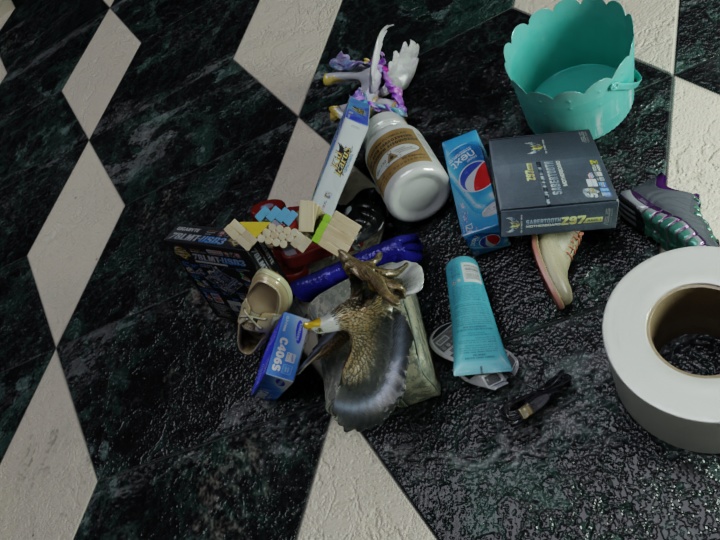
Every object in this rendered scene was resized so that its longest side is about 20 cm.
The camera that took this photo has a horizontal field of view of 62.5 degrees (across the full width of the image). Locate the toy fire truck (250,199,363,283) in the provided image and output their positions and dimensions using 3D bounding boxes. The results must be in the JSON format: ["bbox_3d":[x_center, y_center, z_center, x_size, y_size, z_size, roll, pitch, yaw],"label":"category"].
[{"bbox_3d":[-0.098,-0.068,1.068,0.167,0.113,0.200,-17,31,-12],"label":"toy fire truck"}]

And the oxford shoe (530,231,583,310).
[{"bbox_3d":[0.287,-0.039,0.860,0.074,0.070,0.201,-14,56,19],"label":"oxford shoe"}]

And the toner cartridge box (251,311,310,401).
[{"bbox_3d":[-0.126,0.139,0.918,0.043,0.200,0.096,17,67,-10],"label":"toner cartridge box"}]

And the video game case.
[{"bbox_3d":[-0.037,-0.193,1.031,0.200,0.045,0.182,-86,17,-65],"label":"video game case"}]

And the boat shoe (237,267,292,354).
[{"bbox_3d":[-0.161,0.072,0.952,0.072,0.200,0.065,31,52,1],"label":"boat shoe"}]

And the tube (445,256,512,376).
[{"bbox_3d":[0.160,0.065,0.853,0.077,0.051,0.201,-10,44,8],"label":"tube"}]

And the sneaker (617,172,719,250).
[{"bbox_3d":[0.440,-0.063,0.789,0.087,0.075,0.200,-34,51,1],"label":"sneaker"}]

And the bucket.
[{"bbox_3d":[0.340,-0.314,0.949,0.206,0.135,0.209,-13,57,22],"label":"bucket"}]

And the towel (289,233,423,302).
[{"bbox_3d":[0.000,0.000,0.960,0.199,0.148,0.050,-23,88,20],"label":"towel"}]

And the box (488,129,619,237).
[{"bbox_3d":[0.275,-0.133,0.876,0.156,0.051,0.201,-4,40,11],"label":"box"}]

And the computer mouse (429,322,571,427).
[{"bbox_3d":[0.180,0.136,0.827,0.109,0.044,0.200,-34,42,-23],"label":"computer mouse"}]

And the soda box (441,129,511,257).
[{"bbox_3d":[0.187,-0.128,0.968,0.064,0.068,0.201,-19,55,18],"label":"soda box"}]

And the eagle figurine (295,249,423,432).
[{"bbox_3d":[-0.006,0.077,0.757,0.150,0.201,0.152,10,30,5],"label":"eagle figurine"}]

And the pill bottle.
[{"bbox_3d":[0.070,-0.189,1.037,0.114,0.114,0.201,-31,47,10],"label":"pill bottle"}]

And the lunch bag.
[{"bbox_3d":[0.013,0.107,0.880,0.167,0.140,0.201,-19,56,10],"label":"lunch bag"}]

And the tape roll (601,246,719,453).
[{"bbox_3d":[0.389,0.093,0.680,0.201,0.139,0.204,-14,56,21],"label":"tape roll"}]

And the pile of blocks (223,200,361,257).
[{"bbox_3d":[-0.102,-0.064,0.893,0.198,0.062,0.083,5,91,-9],"label":"pile of blocks"}]

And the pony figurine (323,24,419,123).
[{"bbox_3d":[0.025,-0.372,1.171,0.199,0.166,0.195,17,104,32],"label":"pony figurine"}]

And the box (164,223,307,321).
[{"bbox_3d":[-0.213,0.014,1.023,0.199,0.199,0.050,6,47,33],"label":"box"}]

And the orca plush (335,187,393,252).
[{"bbox_3d":[0.000,-0.108,0.999,0.105,0.072,0.200,21,30,18],"label":"orca plush"}]
